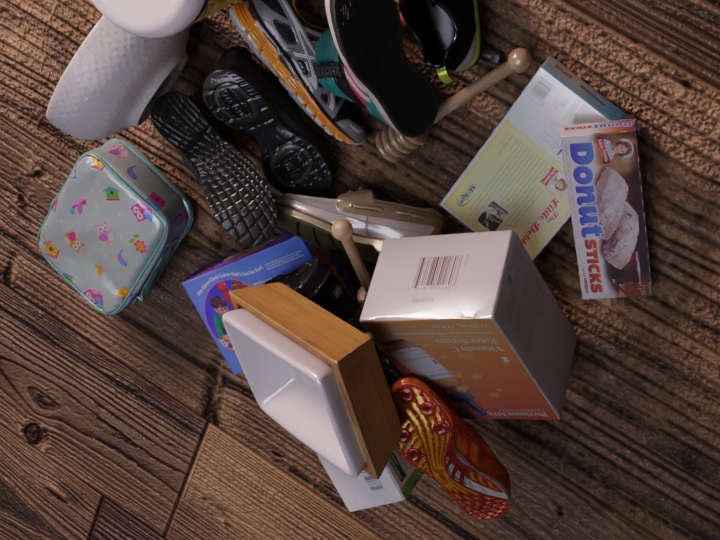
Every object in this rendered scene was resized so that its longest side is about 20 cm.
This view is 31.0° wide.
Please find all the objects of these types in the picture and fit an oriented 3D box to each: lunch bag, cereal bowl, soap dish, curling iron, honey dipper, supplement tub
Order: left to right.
[{"bbox_3d":[-0.300,-0.049,1.598,0.160,0.077,0.200,40,128,3],"label":"lunch bag"},{"bbox_3d":[-0.246,-0.219,1.402,0.083,0.200,0.200,35,128,-4],"label":"cereal bowl"},{"bbox_3d":[-0.170,-0.326,1.294,0.145,0.200,0.146,14,122,23],"label":"supplement tub"},{"bbox_3d":[-0.047,0.106,1.335,0.200,0.081,0.158,29,146,48],"label":"soap dish"},{"bbox_3d":[0.000,0.000,1.413,0.038,0.038,0.200,13,156,23],"label":"honey dipper"},{"bbox_3d":[0.051,-0.246,1.326,0.199,0.026,0.050,18,144,15],"label":"curling iron"},{"bbox_3d":[0.096,-0.171,1.319,0.200,0.038,0.038,-31,98,39],"label":"honey dipper"}]

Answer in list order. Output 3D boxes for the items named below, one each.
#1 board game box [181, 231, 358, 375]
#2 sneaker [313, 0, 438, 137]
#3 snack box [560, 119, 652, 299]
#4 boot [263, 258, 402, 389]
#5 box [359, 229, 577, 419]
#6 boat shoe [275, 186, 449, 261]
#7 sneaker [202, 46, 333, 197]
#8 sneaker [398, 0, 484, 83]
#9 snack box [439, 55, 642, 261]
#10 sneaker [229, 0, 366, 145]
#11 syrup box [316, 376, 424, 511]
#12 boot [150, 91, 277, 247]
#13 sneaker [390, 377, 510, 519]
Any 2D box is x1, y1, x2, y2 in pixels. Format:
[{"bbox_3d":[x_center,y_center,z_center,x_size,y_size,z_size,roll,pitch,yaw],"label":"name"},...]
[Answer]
[{"bbox_3d":[-0.103,0.035,1.551,0.199,0.045,0.135,-20,104,36],"label":"board game box"},{"bbox_3d":[-0.005,-0.224,1.269,0.121,0.084,0.200,34,164,43],"label":"sneaker"},{"bbox_3d":[0.245,-0.057,1.283,0.072,0.024,0.201,-3,127,16],"label":"snack box"},{"bbox_3d":[-0.041,0.075,1.464,0.162,0.073,0.198,44,145,-16],"label":"boot"},{"bbox_3d":[0.117,0.061,1.351,0.152,0.107,0.200,-4,143,31],"label":"box"},{"bbox_3d":[0.001,-0.053,1.428,0.199,0.069,0.075,19,164,12],"label":"boat shoe"},{"bbox_3d":[-0.089,-0.164,1.420,0.076,0.091,0.200,-20,127,24],"label":"sneaker"},{"bbox_3d":[0.070,-0.281,1.245,0.071,0.083,0.201,-15,96,32],"label":"sneaker"},{"bbox_3d":[0.179,-0.104,1.319,0.116,0.037,0.200,39,128,3],"label":"snack box"},{"bbox_3d":[-0.050,-0.215,1.366,0.077,0.078,0.200,-41,114,-2],"label":"sneaker"},{"bbox_3d":[0.041,0.175,1.447,0.081,0.200,0.079,-20,105,36],"label":"syrup box"},{"bbox_3d":[-0.151,-0.116,1.452,0.068,0.131,0.200,-36,88,4],"label":"boot"},{"bbox_3d":[0.091,0.185,1.393,0.073,0.077,0.200,-28,117,18],"label":"sneaker"}]
